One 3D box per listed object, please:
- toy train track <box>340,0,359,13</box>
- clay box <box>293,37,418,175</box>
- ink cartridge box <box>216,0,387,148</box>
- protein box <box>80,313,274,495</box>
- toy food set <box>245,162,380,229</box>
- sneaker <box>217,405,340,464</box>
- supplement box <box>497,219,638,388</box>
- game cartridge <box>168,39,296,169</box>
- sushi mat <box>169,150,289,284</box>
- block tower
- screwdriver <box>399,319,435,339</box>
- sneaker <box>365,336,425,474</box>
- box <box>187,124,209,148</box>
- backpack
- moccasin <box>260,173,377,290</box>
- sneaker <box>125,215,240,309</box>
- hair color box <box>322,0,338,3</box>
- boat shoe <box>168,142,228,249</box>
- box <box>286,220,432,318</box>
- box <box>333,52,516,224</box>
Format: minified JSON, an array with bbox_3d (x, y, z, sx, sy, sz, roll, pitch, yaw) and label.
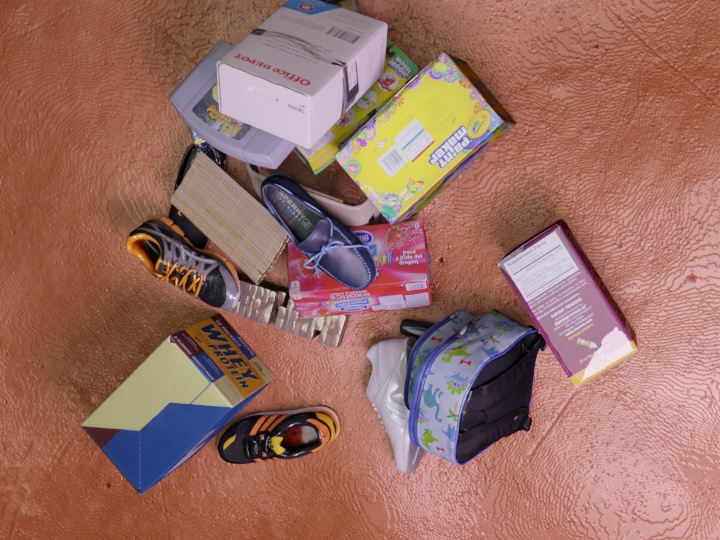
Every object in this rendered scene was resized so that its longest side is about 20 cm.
[{"bbox_3d":[-0.004,-0.317,1.640,0.113,0.033,0.203,-10,87,11],"label":"toy train track"},{"bbox_3d":[-0.022,-0.239,1.572,0.199,0.048,0.115,-39,65,-6],"label":"clay box"},{"bbox_3d":[-0.074,-0.263,1.479,0.143,0.200,0.085,23,137,19],"label":"ink cartridge box"},{"bbox_3d":[-0.262,0.191,1.671,0.198,0.200,0.135,-44,86,14],"label":"protein box"},{"bbox_3d":[-0.066,-0.107,1.628,0.198,0.144,0.061,19,71,10],"label":"toy food set"},{"bbox_3d":[-0.132,0.252,1.705,0.198,0.090,0.071,-14,93,14],"label":"sneaker"},{"bbox_3d":[0.286,0.042,1.563,0.103,0.131,0.201,-32,88,15],"label":"supplement box"},{"bbox_3d":[-0.162,-0.224,1.550,0.199,0.041,0.134,32,77,25],"label":"game cartridge"},{"bbox_3d":[-0.188,-0.076,1.633,0.200,0.012,0.096,41,109,22],"label":"sushi mat"},{"bbox_3d":[-0.115,0.057,1.697,0.198,0.054,0.058,20,100,11],"label":"block tower"},{"bbox_3d":[0.154,0.098,1.655,0.197,0.028,0.029,8,127,10],"label":"screwdriver"},{"bbox_3d":[0.054,0.198,1.675,0.079,0.070,0.203,-2,93,28],"label":"sneaker"},{"bbox_3d":[-0.155,-0.242,1.636,0.198,0.064,0.071,-20,92,-4],"label":"box"},{"bbox_3d":[0.142,0.161,1.563,0.146,0.199,0.185,22,120,30],"label":"backpack"},{"bbox_3d":[-0.065,-0.043,1.524,0.199,0.068,0.081,40,105,3],"label":"moccasin"},{"bbox_3d":[-0.261,-0.003,1.665,0.199,0.077,0.079,33,119,18],"label":"sneaker"},{"bbox_3d":[0.001,-0.444,1.597,0.197,0.060,0.101,-9,79,14],"label":"hair color box"},{"bbox_3d":[-0.253,-0.102,1.708,0.073,0.063,0.204,20,102,9],"label":"boat shoe"},{"bbox_3d":[0.000,0.000,1.614,0.197,0.100,0.097,-6,66,6],"label":"box"},{"bbox_3d":[0.093,-0.179,1.550,0.200,0.193,0.122,-42,86,15],"label":"box"}]
